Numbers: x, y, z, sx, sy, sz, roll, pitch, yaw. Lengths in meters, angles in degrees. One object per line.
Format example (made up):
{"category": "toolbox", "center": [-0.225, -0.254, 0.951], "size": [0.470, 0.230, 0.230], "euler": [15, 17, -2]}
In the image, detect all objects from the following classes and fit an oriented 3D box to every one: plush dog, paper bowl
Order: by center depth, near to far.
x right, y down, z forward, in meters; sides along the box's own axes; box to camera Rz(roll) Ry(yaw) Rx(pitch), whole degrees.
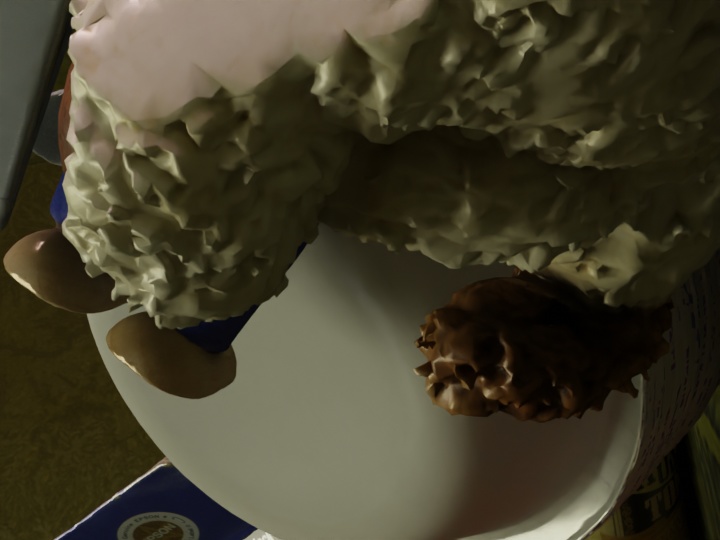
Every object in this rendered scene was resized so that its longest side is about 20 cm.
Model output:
{"category": "plush dog", "center": [0.047, -0.061, 0.572], "size": [0.172, 0.160, 0.201], "euler": [44, -120, -66]}
{"category": "paper bowl", "center": [0.000, 0.000, 0.788], "size": [0.104, 0.200, 0.201], "euler": [-41, -50, -41]}

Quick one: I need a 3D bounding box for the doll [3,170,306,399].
{"category": "doll", "center": [-0.014, -0.068, 0.680], "size": [0.136, 0.201, 0.048], "euler": [36, -160, 27]}

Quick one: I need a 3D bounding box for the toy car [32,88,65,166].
{"category": "toy car", "center": [-0.022, -0.100, 0.903], "size": [0.158, 0.199, 0.165], "euler": [-81, -20, -75]}

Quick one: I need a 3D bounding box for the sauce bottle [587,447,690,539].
{"category": "sauce bottle", "center": [0.082, 0.049, 1.009], "size": [0.066, 0.066, 0.201], "euler": [-104, 2, -61]}

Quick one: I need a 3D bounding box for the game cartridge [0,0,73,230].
{"category": "game cartridge", "center": [-0.070, -0.097, 0.623], "size": [0.200, 0.041, 0.134], "euler": [118, 172, -57]}

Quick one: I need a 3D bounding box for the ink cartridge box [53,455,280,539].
{"category": "ink cartridge box", "center": [-0.046, 0.151, 0.943], "size": [0.200, 0.199, 0.041], "euler": [24, -136, -35]}
